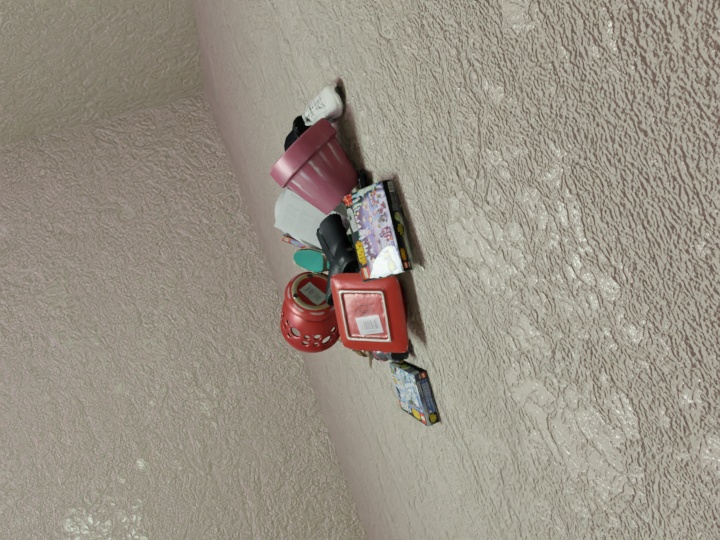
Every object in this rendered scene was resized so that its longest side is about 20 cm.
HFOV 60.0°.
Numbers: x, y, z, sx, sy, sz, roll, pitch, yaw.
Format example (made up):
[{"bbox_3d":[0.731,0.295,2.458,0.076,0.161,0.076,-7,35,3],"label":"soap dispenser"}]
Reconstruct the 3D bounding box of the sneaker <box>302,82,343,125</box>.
[{"bbox_3d":[-0.096,-0.411,1.575,0.200,0.079,0.077,155,98,-73],"label":"sneaker"}]

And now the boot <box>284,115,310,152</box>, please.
[{"bbox_3d":[-0.180,-0.355,1.929,0.168,0.075,0.205,142,116,-70],"label":"boot"}]

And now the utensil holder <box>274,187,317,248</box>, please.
[{"bbox_3d":[-0.158,-0.167,1.916,0.200,0.167,0.174,32,138,62],"label":"utensil holder"}]

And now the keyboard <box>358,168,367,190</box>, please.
[{"bbox_3d":[0.030,-0.145,1.548,0.105,0.039,0.204,-88,-12,-63],"label":"keyboard"}]

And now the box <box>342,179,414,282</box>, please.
[{"bbox_3d":[0.038,-0.086,1.399,0.136,0.039,0.205,-16,88,47],"label":"box"}]

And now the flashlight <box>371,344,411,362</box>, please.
[{"bbox_3d":[0.077,0.219,1.695,0.200,0.066,0.069,165,120,-79],"label":"flashlight"}]

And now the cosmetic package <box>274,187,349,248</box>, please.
[{"bbox_3d":[-0.127,-0.146,1.728,0.152,0.197,0.052,121,172,-48],"label":"cosmetic package"}]

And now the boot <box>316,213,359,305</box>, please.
[{"bbox_3d":[-0.068,-0.030,1.658,0.170,0.075,0.202,63,148,33],"label":"boot"}]

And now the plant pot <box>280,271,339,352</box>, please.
[{"bbox_3d":[-0.142,0.117,1.893,0.202,0.196,0.184,60,153,34],"label":"plant pot"}]

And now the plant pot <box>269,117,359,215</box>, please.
[{"bbox_3d":[-0.101,-0.249,1.568,0.179,0.200,0.200,45,166,-7],"label":"plant pot"}]

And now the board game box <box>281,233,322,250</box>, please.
[{"bbox_3d":[-0.156,-0.069,1.975,0.103,0.196,0.020,-142,74,-83],"label":"board game box"}]

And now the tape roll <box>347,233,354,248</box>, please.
[{"bbox_3d":[0.000,0.000,1.695,0.200,0.047,0.206,173,90,-73],"label":"tape roll"}]

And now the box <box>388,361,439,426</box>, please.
[{"bbox_3d":[0.139,0.320,1.657,0.200,0.039,0.140,-175,69,-73],"label":"box"}]

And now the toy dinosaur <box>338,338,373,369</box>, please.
[{"bbox_3d":[-0.004,0.239,2.006,0.200,0.085,0.136,44,164,27],"label":"toy dinosaur"}]

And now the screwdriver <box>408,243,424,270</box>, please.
[{"bbox_3d":[0.092,-0.084,1.394,0.202,0.028,0.029,62,-169,28],"label":"screwdriver"}]

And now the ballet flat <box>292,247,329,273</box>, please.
[{"bbox_3d":[-0.102,-0.028,1.850,0.064,0.195,0.078,-58,-25,-83],"label":"ballet flat"}]

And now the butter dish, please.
[{"bbox_3d":[0.045,0.087,1.556,0.196,0.147,0.204,-1,107,31],"label":"butter dish"}]
